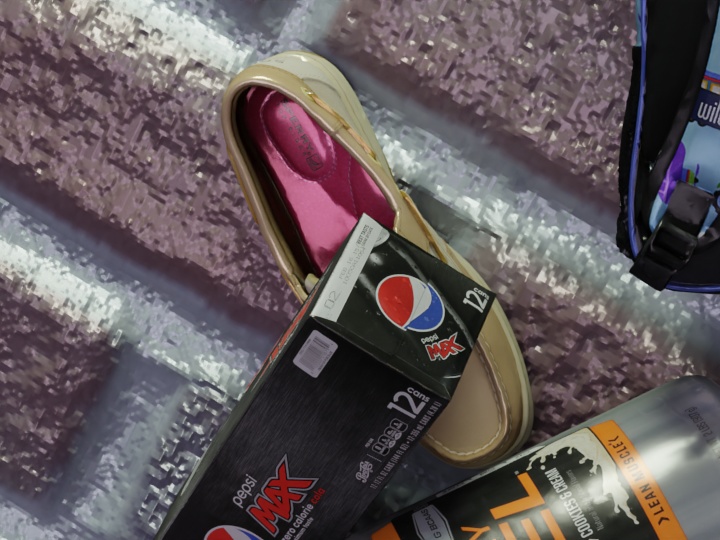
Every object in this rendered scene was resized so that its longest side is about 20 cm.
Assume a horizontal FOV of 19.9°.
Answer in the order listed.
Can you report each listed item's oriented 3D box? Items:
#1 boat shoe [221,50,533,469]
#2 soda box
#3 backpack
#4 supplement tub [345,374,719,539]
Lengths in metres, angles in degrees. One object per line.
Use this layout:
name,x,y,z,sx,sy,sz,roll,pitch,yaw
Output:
boat shoe,0.000,0.000,0.862,0.074,0.069,0.200,-35,86,18
soda box,-0.023,0.072,0.833,0.063,0.071,0.200,31,132,-4
backpack,0.188,-0.092,0.757,0.182,0.134,0.201,3,98,17
supplement tub,0.072,0.133,0.798,0.199,0.123,0.123,-26,89,-4
